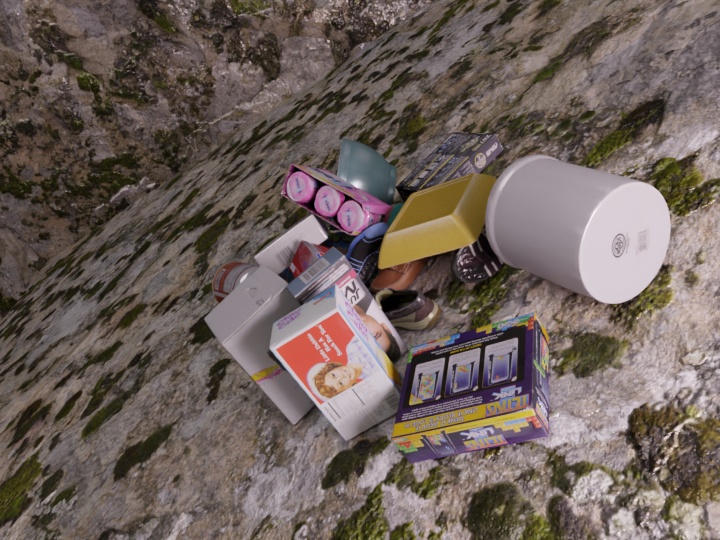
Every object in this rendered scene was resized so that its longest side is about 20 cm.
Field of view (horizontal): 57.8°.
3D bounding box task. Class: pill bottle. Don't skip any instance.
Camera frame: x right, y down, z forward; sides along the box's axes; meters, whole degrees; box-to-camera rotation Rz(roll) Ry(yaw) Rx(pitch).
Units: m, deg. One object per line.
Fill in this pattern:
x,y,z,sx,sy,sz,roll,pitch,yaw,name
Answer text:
-0.247,0.044,1.462,0.112,0.113,0.198,-47,29,-21,pill bottle

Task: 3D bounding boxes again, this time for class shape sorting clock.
-0.067,-0.014,1.387,0.196,0.040,0.202,-19,38,15,shape sorting clock

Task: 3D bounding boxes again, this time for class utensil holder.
0.295,-0.061,0.906,0.169,0.171,0.200,-40,28,-8,utensil holder

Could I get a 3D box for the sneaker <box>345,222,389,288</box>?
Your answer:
0.000,0.000,1.231,0.200,0.069,0.079,-47,60,29,sneaker

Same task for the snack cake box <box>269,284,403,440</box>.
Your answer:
-0.028,0.137,0.943,0.114,0.202,0.068,-29,26,11,snack cake box

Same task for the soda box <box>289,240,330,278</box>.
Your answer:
-0.058,0.024,1.169,0.064,0.069,0.200,-61,36,17,soda box

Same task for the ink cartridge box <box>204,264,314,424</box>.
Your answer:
-0.141,0.121,1.106,0.144,0.201,0.145,-41,26,-12,ink cartridge box

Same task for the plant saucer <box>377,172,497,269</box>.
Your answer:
0.131,-0.098,1.138,0.197,0.049,0.201,-16,27,37,plant saucer

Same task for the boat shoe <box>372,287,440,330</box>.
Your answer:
0.048,0.062,1.123,0.198,0.066,0.072,-5,40,47,boat shoe

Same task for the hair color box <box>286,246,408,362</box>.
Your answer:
-0.019,0.076,1.029,0.098,0.201,0.061,-38,26,-7,hair color box

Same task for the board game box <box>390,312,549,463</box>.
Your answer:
0.148,0.155,0.863,0.197,0.057,0.167,-20,33,30,board game box

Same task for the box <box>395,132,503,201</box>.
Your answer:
0.191,-0.224,1.429,0.200,0.049,0.160,-44,25,-14,box

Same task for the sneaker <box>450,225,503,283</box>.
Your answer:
0.205,-0.049,1.120,0.199,0.077,0.115,-38,18,-23,sneaker

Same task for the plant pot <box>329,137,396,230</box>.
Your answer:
0.009,-0.179,1.440,0.131,0.204,0.202,9,32,-3,plant pot

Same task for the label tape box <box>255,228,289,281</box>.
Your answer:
-0.140,-0.030,1.505,0.198,0.064,0.145,3,47,53,label tape box

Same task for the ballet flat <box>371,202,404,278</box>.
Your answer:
0.047,-0.061,1.330,0.075,0.068,0.202,-27,30,38,ballet flat

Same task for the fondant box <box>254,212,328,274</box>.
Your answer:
-0.137,-0.058,1.344,0.143,0.059,0.200,-36,9,3,fondant box

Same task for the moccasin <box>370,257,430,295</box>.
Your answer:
0.088,-0.031,1.206,0.201,0.078,0.073,-44,38,-16,moccasin

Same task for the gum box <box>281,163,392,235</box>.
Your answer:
-0.042,-0.132,1.265,0.198,0.113,0.067,32,107,28,gum box
